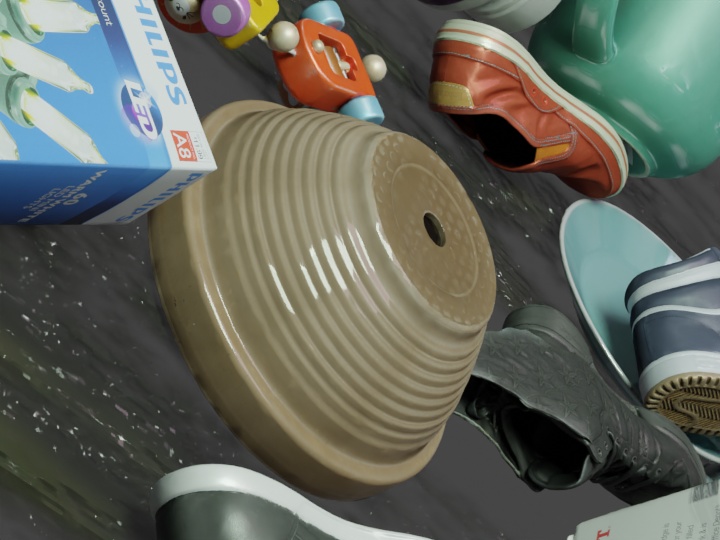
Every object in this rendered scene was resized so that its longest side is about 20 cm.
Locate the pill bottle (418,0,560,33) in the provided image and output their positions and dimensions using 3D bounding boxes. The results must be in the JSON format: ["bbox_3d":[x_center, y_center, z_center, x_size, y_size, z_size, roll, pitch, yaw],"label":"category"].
[{"bbox_3d":[0.044,-0.226,1.070,0.200,0.112,0.113,32,42,-42],"label":"pill bottle"}]

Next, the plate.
[{"bbox_3d":[0.189,0.043,1.153,0.200,0.026,0.201,36,32,-27],"label":"plate"}]

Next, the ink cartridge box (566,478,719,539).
[{"bbox_3d":[0.204,0.177,0.915,0.083,0.199,0.147,54,31,-22],"label":"ink cartridge box"}]

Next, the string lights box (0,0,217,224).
[{"bbox_3d":[-0.151,-0.074,0.693,0.200,0.059,0.103,-4,69,-59],"label":"string lights box"}]

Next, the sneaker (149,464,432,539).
[{"bbox_3d":[-0.007,0.158,0.734,0.199,0.071,0.100,28,46,-37],"label":"sneaker"}]

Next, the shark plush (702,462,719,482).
[{"bbox_3d":[0.265,0.150,1.148,0.200,0.083,0.091,-8,73,-59],"label":"shark plush"}]

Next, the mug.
[{"bbox_3d":[0.175,-0.142,1.176,0.185,0.152,0.115,38,82,-26],"label":"mug"}]

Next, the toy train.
[{"bbox_3d":[-0.065,-0.156,0.900,0.150,0.055,0.201,-2,66,-64],"label":"toy train"}]

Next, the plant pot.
[{"bbox_3d":[0.000,0.000,0.841,0.201,0.092,0.202,37,40,-38],"label":"plant pot"}]

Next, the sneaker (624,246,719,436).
[{"bbox_3d":[0.248,0.054,1.106,0.199,0.070,0.109,16,43,-28],"label":"sneaker"}]

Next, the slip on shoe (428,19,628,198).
[{"bbox_3d":[0.103,-0.086,1.110,0.200,0.074,0.062,33,73,-50],"label":"slip on shoe"}]

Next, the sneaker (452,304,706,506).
[{"bbox_3d":[0.119,0.095,0.991,0.200,0.060,0.104,46,32,-18],"label":"sneaker"}]
